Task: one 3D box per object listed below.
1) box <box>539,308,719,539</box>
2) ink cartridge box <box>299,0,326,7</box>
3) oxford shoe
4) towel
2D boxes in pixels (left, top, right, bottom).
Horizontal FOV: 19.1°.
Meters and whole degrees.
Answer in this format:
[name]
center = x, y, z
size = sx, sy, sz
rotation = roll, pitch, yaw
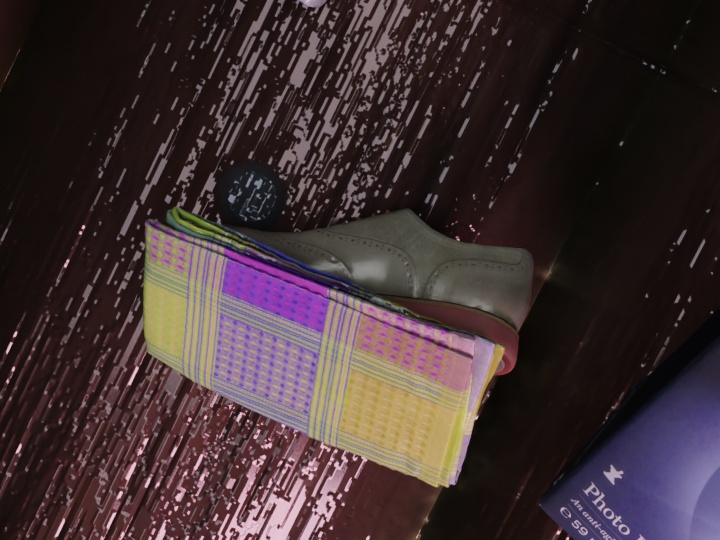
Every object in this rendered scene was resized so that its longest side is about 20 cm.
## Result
[box]
center = 0.231, 0.109, 1.059
size = 0.200, 0.123, 0.198
rotation = 43, 136, 5
[ink cartridge box]
center = -0.044, -0.282, 1.163
size = 0.200, 0.043, 0.198
rotation = 38, 102, 7
[oxford shoe]
center = 0.000, 0.000, 1.181
size = 0.200, 0.070, 0.075
rotation = 15, 68, 14
[towel]
center = -0.025, 0.044, 1.160
size = 0.200, 0.144, 0.023
rotation = 21, 54, 9
